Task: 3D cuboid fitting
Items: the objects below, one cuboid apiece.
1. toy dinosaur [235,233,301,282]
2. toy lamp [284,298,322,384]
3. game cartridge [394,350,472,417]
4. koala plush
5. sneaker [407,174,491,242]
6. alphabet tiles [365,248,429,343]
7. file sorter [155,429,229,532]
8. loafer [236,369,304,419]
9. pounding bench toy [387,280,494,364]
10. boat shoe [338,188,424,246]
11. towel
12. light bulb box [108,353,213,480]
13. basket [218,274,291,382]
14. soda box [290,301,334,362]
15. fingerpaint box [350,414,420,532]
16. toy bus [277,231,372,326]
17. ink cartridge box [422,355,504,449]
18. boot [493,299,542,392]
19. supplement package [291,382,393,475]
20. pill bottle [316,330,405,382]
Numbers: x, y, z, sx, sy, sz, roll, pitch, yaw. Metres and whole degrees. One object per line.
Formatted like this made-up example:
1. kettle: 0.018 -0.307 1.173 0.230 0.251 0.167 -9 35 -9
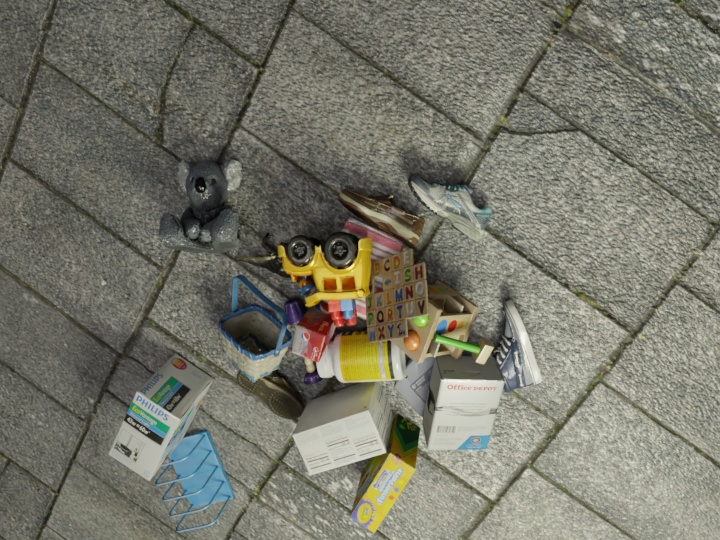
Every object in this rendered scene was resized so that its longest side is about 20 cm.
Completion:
1. toy dinosaur: -0.201 -0.031 1.295 0.194 0.048 0.091 17 114 9
2. toy lamp: -0.138 0.168 1.330 0.056 0.058 0.206 -11 102 13
3. game cartridge: 0.178 0.238 1.300 0.133 0.041 0.200 45 108 -7
4. koala plush: -0.343 -0.149 1.247 0.171 0.184 0.207 -4 84 3
5. sneaker: 0.189 -0.150 1.181 0.197 0.078 0.087 34 97 -7
6. alphabet tiles: 0.069 0.054 1.149 0.198 0.007 0.173 -19 71 53
7. file sorter: -0.444 0.553 1.460 0.135 0.123 0.206 -16 102 15
8. loafer: -0.214 0.288 1.375 0.076 0.068 0.200 -38 111 21
9. pounding bench toy: 0.162 0.122 1.159 0.199 0.153 0.128 37 116 42
10. boat shoe: 0.049 -0.132 1.214 0.199 0.075 0.076 30 85 3
11. towel: 0.000 0.000 1.263 0.143 0.030 0.205 22 102 2
12. light bulb box: -0.485 0.354 1.373 0.123 0.199 0.203 31 110 -2
13. basket: -0.243 0.132 1.284 0.175 0.137 0.204 37 132 27
14. soda box: -0.093 0.125 1.233 0.068 0.200 0.065 19 107 4
15. fingerpaint box: 0.062 0.475 1.318 0.072 0.167 0.204 29 108 1
16. toy bus: -0.069 0.021 1.178 0.193 0.136 0.199 -2 92 7
17. ink cartridge box: 0.224 0.294 1.243 0.140 0.084 0.206 2 119 -6
18. boot: 0.329 0.172 1.232 0.088 0.073 0.205 -20 101 9
19. supplement package: -0.037 0.361 1.311 0.195 0.156 0.114 -21 102 15
20. pill bottle: 0.001 0.197 1.281 0.193 0.113 0.116 -5 105 11
